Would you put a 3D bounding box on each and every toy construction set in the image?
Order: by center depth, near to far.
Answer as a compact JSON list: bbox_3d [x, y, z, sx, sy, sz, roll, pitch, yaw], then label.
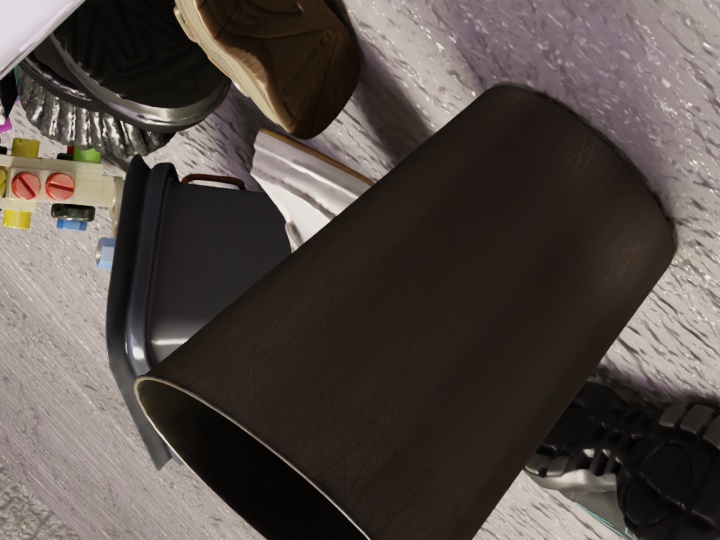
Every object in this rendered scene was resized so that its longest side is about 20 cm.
[{"bbox_3d":[-0.209,-0.048,1.628,0.200,0.092,0.131,21,178,-17],"label":"toy construction set"}]

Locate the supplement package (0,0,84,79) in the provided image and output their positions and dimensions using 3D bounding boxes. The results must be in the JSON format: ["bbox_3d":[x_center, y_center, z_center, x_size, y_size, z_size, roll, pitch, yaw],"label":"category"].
[{"bbox_3d":[-0.148,-0.175,0.997,0.200,0.111,0.156,-37,102,32],"label":"supplement package"}]

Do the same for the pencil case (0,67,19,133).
[{"bbox_3d":[-0.255,-0.172,1.497,0.200,0.085,0.092,64,-179,-52],"label":"pencil case"}]

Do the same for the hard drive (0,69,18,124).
[{"bbox_3d":[-0.272,-0.170,1.396,0.140,0.038,0.200,1,125,9],"label":"hard drive"}]

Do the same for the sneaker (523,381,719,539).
[{"bbox_3d":[0.156,0.104,1.249,0.079,0.075,0.200,37,176,-27],"label":"sneaker"}]

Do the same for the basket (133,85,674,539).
[{"bbox_3d":[0.028,0.027,1.096,0.180,0.200,0.136,22,153,51],"label":"basket"}]

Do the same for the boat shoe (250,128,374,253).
[{"bbox_3d":[0.000,0.000,1.264,0.071,0.069,0.200,32,173,42],"label":"boat shoe"}]

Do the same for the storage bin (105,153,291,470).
[{"bbox_3d":[-0.053,0.021,1.418,0.134,0.146,0.200,3,155,6],"label":"storage bin"}]

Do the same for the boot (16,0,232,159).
[{"bbox_3d":[-0.126,-0.105,1.352,0.211,0.079,0.158,46,161,36],"label":"boot"}]

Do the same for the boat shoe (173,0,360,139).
[{"bbox_3d":[-0.060,-0.131,1.146,0.064,0.071,0.200,34,162,30],"label":"boat shoe"}]
